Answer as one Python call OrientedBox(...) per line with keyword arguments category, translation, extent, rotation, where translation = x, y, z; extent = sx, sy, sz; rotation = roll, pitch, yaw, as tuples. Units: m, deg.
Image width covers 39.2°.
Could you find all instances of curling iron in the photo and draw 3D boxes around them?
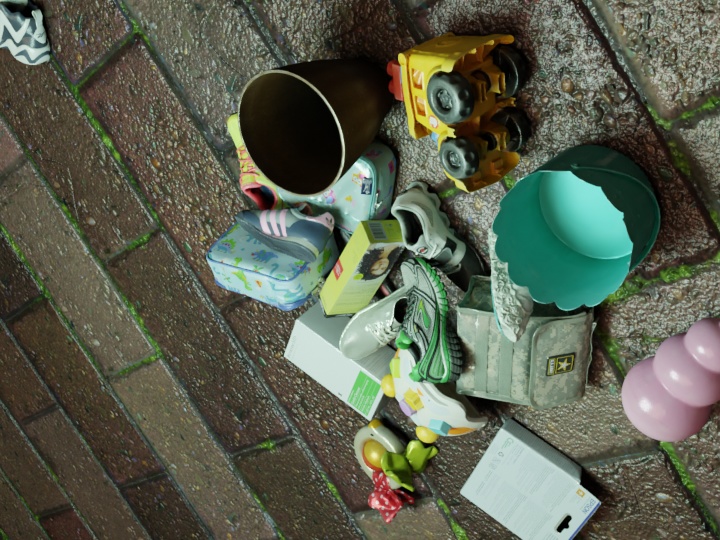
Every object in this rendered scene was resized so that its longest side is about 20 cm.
OrientedBox(category="curling iron", translation=(0.022, 0.016, 1.698), extent=(0.050, 0.026, 0.200), rotation=(-28, 98, 36))

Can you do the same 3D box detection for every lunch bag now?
OrientedBox(category="lunch bag", translation=(-0.041, -0.147, 1.609), extent=(0.200, 0.077, 0.161), rotation=(27, 130, 22))
OrientedBox(category="lunch bag", translation=(-0.143, -0.023, 1.713), extent=(0.200, 0.161, 0.083), rotation=(14, 138, 31))
OrientedBox(category="lunch bag", translation=(0.250, 0.113, 1.519), extent=(0.200, 0.118, 0.164), rotation=(8, 123, 16))

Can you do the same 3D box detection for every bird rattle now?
OrientedBox(category="bird rattle", translation=(0.054, 0.357, 1.870), extent=(0.163, 0.113, 0.200), rotation=(50, 149, 17))

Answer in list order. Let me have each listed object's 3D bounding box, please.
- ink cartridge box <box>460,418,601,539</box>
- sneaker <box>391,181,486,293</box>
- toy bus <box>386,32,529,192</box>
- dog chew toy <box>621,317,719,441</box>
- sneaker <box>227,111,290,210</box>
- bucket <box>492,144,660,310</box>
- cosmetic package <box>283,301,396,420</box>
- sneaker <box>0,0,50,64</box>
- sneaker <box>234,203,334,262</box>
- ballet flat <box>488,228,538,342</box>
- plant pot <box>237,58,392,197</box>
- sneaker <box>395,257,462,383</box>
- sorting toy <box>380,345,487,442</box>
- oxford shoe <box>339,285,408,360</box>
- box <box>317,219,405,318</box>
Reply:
OrientedBox(category="ink cartridge box", translation=(0.289, 0.372, 1.707), extent=(0.200, 0.041, 0.200), rotation=(36, 133, 14))
OrientedBox(category="sneaker", translation=(0.113, -0.034, 1.557), extent=(0.074, 0.089, 0.200), rotation=(-34, 95, 44))
OrientedBox(category="toy bus", translation=(0.121, -0.230, 1.407), extent=(0.192, 0.136, 0.200), rotation=(21, 132, 43))
OrientedBox(category="dog chew toy", translation=(0.449, 0.143, 1.388), extent=(0.125, 0.125, 0.200), rotation=(38, 126, 12))
OrientedBox(category="sneaker", translation=(-0.171, -0.171, 1.687), extent=(0.078, 0.090, 0.200), rotation=(-22, 101, 45))
OrientedBox(category="bucket", translation=(0.294, -0.064, 1.360), extent=(0.207, 0.135, 0.207), rotation=(19, 128, 27))
OrientedBox(category="cosmetic package", translation=(-0.026, 0.156, 1.786), extent=(0.200, 0.085, 0.108), rotation=(33, 134, 15))
OrientedBox(category="sneaker", translation=(-0.668, -0.479, 1.888), extent=(0.199, 0.079, 0.130), rotation=(30, 130, 20))
OrientedBox(category="sneaker", translation=(-0.119, -0.075, 1.630), extent=(0.200, 0.082, 0.070), rotation=(22, 161, 41))
OrientedBox(category="ballet flat", translation=(0.220, 0.005, 1.441), extent=(0.072, 0.200, 0.072), rotation=(-1, 142, -1))
OrientedBox(category="plant pot", translation=(-0.044, -0.231, 1.472), extent=(0.187, 0.200, 0.187), rotation=(20, 127, 28))
OrientedBox(category="sneaker", translation=(0.091, 0.073, 1.517), extent=(0.078, 0.085, 0.200), rotation=(109, 150, -67))
OrientedBox(category="sorting toy", translation=(0.110, 0.185, 1.613), extent=(0.200, 0.107, 0.180), rotation=(51, 169, 13))
OrientedBox(category="oxford shoe", translation=(0.040, 0.088, 1.664), extent=(0.200, 0.058, 0.075), rotation=(-37, 114, 25))
OrientedBox(category="box", translation=(0.000, 0.000, 1.629), extent=(0.200, 0.075, 0.050), rotation=(-59, 44, 46))
